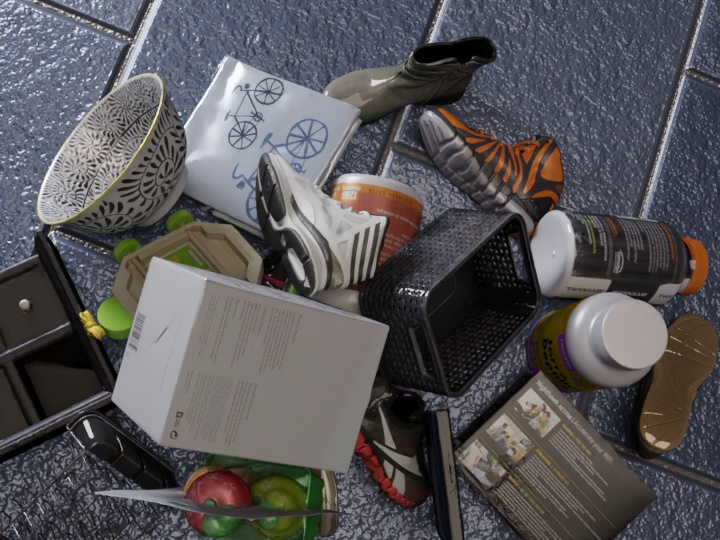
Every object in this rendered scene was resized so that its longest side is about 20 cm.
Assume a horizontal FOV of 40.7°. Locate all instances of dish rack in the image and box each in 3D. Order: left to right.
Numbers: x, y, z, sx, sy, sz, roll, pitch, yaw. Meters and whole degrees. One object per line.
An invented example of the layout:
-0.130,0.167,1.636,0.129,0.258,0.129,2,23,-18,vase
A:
-0.298,0.259,1.009,0.200,0.055,0.153,-45,129,-6,dish rack

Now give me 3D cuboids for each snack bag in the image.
-0.125,-0.142,1.131,0.200,0.021,0.189,25,77,18,snack bag

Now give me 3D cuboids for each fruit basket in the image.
-0.130,0.238,0.967,0.185,0.200,0.094,2,86,26,fruit basket

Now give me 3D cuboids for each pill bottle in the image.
0.000,0.000,1.107,0.112,0.112,0.200,14,78,-7,pill bottle
0.266,0.082,1.092,0.104,0.200,0.105,2,79,-9,pill bottle
0.312,-0.012,1.158,0.199,0.106,0.107,5,79,-18,pill bottle

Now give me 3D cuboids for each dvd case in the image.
0.088,0.220,1.040,0.017,0.200,0.143,-7,81,-1,dvd case

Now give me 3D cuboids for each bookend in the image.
-0.382,0.093,1.037,0.198,0.092,0.200,-25,84,-13,bookend

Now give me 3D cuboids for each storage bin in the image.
0.103,0.031,1.072,0.200,0.094,0.135,-39,124,-37,storage bin

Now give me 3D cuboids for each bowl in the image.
-0.253,-0.109,1.069,0.094,0.201,0.201,39,74,-35,bowl

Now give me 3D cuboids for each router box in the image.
0.217,0.235,1.120,0.149,0.051,0.200,-42,89,-2,router box

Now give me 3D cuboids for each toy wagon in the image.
-0.206,0.020,1.049,0.200,0.040,0.155,-31,58,-22,toy wagon

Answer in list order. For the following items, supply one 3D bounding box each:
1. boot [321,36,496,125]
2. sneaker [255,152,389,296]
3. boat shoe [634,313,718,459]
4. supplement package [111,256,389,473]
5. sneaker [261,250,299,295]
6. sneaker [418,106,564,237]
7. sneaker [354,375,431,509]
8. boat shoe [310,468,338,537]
0.052,-0.233,1.147,0.200,0.131,0.068,-14,82,-12,boot
-0.039,-0.053,1.047,0.115,0.076,0.201,-6,47,-25,sneaker
0.374,0.139,1.172,0.072,0.065,0.200,27,58,5,boat shoe
-0.109,0.091,0.945,0.200,0.151,0.152,16,90,-32,supplement package
-0.105,0.019,1.106,0.084,0.077,0.200,13,71,1,sneaker
0.167,-0.143,1.187,0.200,0.078,0.112,46,72,-10,sneaker
0.040,0.186,1.058,0.098,0.071,0.201,-29,124,8,sneaker
-0.066,0.197,1.083,0.072,0.076,0.201,-2,79,-8,boat shoe
